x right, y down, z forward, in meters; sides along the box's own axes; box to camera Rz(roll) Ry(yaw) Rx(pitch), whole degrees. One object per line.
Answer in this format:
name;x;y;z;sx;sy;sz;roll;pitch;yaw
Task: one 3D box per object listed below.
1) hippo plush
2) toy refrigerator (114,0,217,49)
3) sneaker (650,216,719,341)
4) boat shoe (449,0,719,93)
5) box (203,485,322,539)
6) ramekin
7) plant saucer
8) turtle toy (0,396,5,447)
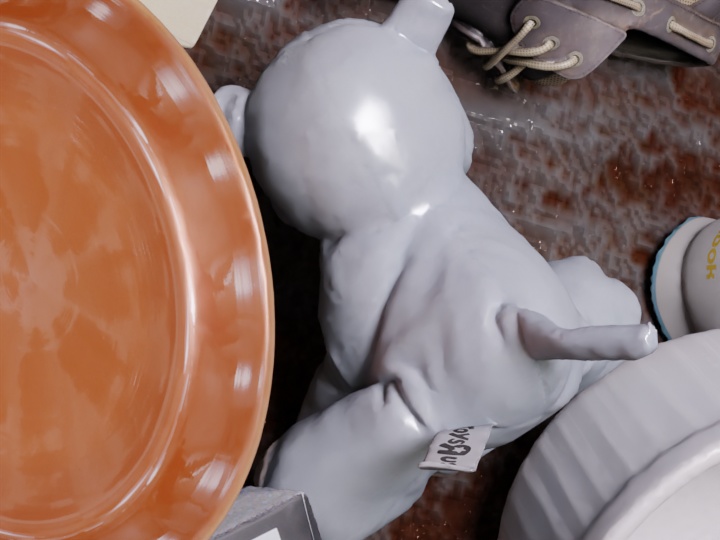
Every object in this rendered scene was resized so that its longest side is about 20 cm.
hippo plush;0.000;0.000;0.827;0.159;0.200;0.162;-33;85;6
toy refrigerator;-0.133;-0.153;0.759;0.199;0.076;0.070;25;99;-23
sneaker;0.207;0.059;0.988;0.200;0.081;0.077;48;65;-24
boat shoe;0.077;-0.109;0.914;0.198;0.074;0.074;-3;90;-31
box;-0.106;0.165;0.770;0.199;0.114;0.133;-24;100;-31
ramekin;0.149;0.120;0.900;0.199;0.098;0.202;-7;118;-14
plant saucer;-0.099;0.001;0.709;0.200;0.032;0.202;19;66;-51
turtle toy;-0.196;-0.002;0.719;0.199;0.101;0.147;6;75;-35
